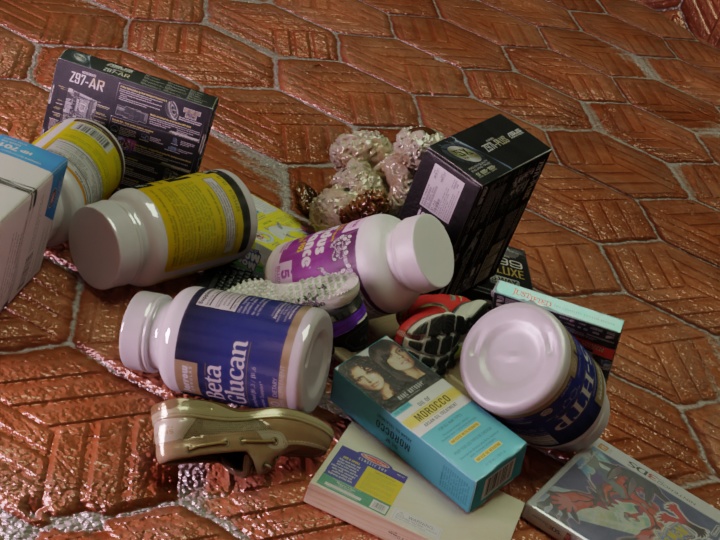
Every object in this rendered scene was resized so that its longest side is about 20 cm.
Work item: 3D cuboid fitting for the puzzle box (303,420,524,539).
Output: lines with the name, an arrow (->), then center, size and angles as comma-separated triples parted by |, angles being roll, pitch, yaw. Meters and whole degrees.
puzzle box -> 0.056, 0.228, 1.352 | 0.199, 0.026, 0.133 | 25, 27, 9

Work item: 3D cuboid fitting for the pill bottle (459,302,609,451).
pill bottle -> 0.195, 0.123, 1.460 | 0.120, 0.120, 0.200 | 40, 0, 35

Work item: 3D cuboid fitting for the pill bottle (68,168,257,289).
pill bottle -> -0.225, -0.046, 1.567 | 0.114, 0.115, 0.200 | 37, 35, 30

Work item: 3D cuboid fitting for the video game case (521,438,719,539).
video game case -> 0.288, 0.262, 1.452 | 0.182, 0.023, 0.200 | 31, 29, 20

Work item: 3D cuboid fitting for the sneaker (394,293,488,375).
sneaker -> 0.073, 0.066, 1.536 | 0.085, 0.077, 0.200 | 20, 13, 21

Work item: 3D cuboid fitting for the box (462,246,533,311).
box -> 0.124, 0.002, 1.796 | 0.199, 0.050, 0.158 | 16, 27, -7

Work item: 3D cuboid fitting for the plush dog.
plush dog -> 0.010, -0.088, 1.727 | 0.171, 0.161, 0.200 | -24, 17, -32

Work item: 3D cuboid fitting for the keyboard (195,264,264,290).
keyboard -> -0.136, 0.048, 1.564 | 0.127, 0.021, 0.200 | 20, 27, -1

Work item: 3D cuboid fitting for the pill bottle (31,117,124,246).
pill bottle -> -0.354, -0.098, 1.586 | 0.109, 0.110, 0.200 | 21, 27, 2

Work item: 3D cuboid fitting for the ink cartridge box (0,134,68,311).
ink cartridge box -> -0.385, -0.032, 1.398 | 0.086, 0.147, 0.200 | 22, 26, 2

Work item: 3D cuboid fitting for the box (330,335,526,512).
box -> 0.067, 0.153, 1.395 | 0.200, 0.049, 0.082 | 36, 48, 29

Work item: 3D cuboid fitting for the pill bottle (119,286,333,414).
pill bottle -> -0.137, 0.077, 1.384 | 0.199, 0.112, 0.111 | 9, 24, 14

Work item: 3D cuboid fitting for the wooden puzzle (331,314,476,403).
wooden puzzle -> 0.063, 0.115, 1.555 | 0.200, 0.046, 0.185 | 31, 28, 31

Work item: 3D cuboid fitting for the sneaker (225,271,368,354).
sneaker -> -0.078, 0.064, 1.463 | 0.199, 0.100, 0.070 | -5, 28, 32

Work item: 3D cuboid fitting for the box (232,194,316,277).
box -> -0.090, -0.022, 1.700 | 0.199, 0.049, 0.117 | 27, 26, 18

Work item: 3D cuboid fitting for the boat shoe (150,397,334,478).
boat shoe -> -0.112, 0.169, 1.315 | 0.199, 0.071, 0.065 | 11, 62, -34

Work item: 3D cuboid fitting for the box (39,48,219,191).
box -> -0.293, -0.168, 1.705 | 0.199, 0.161, 0.044 | 17, 26, -4

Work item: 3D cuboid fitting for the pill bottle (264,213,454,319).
pill bottle -> 0.000, 0.000, 1.525 | 0.199, 0.113, 0.112 | -16, 7, 33

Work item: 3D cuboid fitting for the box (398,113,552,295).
box -> 0.124, -0.068, 1.653 | 0.086, 0.201, 0.164 | 37, 39, 22

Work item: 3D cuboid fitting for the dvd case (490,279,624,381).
dvd case -> 0.215, 0.087, 1.549 | 0.145, 0.200, 0.022 | 18, 61, 13
